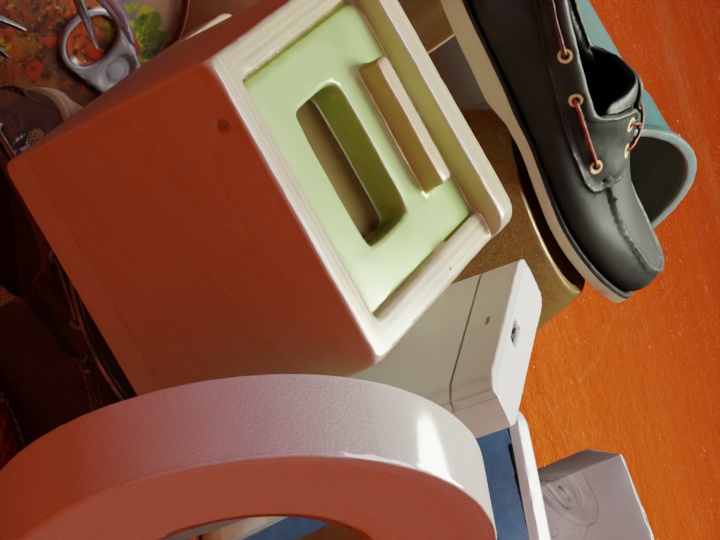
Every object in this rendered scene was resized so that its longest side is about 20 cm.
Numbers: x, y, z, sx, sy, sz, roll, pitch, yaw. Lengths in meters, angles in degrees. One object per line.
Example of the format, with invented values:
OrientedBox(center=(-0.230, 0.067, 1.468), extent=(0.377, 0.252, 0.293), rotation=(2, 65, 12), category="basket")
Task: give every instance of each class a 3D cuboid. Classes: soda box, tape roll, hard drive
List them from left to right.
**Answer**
OrientedBox(center=(-0.048, 0.104, 1.084), extent=(0.203, 0.202, 0.037), rotation=(45, 30, -54), category="tape roll")
OrientedBox(center=(-0.023, 0.061, 1.205), extent=(0.027, 0.199, 0.132), rotation=(64, 18, -18), category="hard drive")
OrientedBox(center=(0.033, 0.146, 1.278), extent=(0.068, 0.199, 0.064), rotation=(177, -108, -82), category="soda box")

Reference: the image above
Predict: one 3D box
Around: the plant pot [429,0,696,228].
OrientedBox(center=(0.085, -0.113, 1.789), extent=(0.200, 0.200, 0.197), rotation=(35, 31, -62), category="plant pot")

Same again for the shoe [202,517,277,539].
OrientedBox(center=(-0.011, 0.196, 1.345), extent=(0.070, 0.053, 0.201), rotation=(-72, 139, -64), category="shoe")

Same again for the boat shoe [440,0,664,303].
OrientedBox(center=(0.101, -0.069, 1.298), extent=(0.074, 0.063, 0.202), rotation=(-89, 155, -55), category="boat shoe")

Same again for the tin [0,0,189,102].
OrientedBox(center=(-0.149, -0.141, 1.195), extent=(0.042, 0.112, 0.200), rotation=(51, -2, 44), category="tin")

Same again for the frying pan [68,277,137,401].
OrientedBox(center=(-0.058, 0.021, 1.177), extent=(0.190, 0.031, 0.115), rotation=(16, 56, -56), category="frying pan")

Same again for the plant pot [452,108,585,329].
OrientedBox(center=(0.000, 0.000, 1.352), extent=(0.186, 0.199, 0.187), rotation=(-20, 90, -74), category="plant pot")

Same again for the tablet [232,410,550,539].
OrientedBox(center=(-0.004, 0.150, 1.174), extent=(0.014, 0.200, 0.131), rotation=(31, 40, -44), category="tablet")

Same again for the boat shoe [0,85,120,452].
OrientedBox(center=(-0.136, 0.023, 1.148), extent=(0.075, 0.075, 0.203), rotation=(4, 66, -48), category="boat shoe")

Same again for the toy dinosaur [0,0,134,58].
OrientedBox(center=(-0.150, -0.127, 1.083), extent=(0.200, 0.105, 0.182), rotation=(43, 54, -53), category="toy dinosaur")

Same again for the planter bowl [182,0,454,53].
OrientedBox(center=(-0.045, -0.165, 1.383), extent=(0.135, 0.200, 0.200), rotation=(63, 15, 12), category="planter bowl")

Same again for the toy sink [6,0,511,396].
OrientedBox(center=(-0.025, -0.040, 1.122), extent=(0.131, 0.112, 0.200), rotation=(61, 29, -8), category="toy sink")
